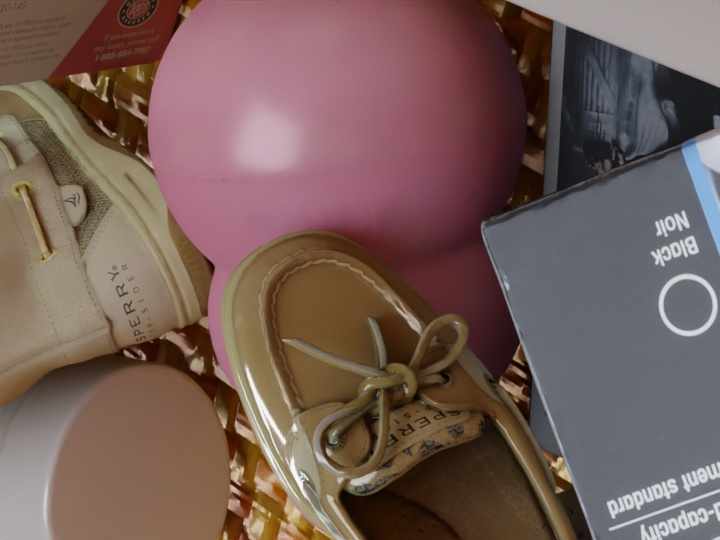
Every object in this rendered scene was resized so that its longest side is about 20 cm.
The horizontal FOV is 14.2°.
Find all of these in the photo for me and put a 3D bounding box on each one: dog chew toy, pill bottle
[{"bbox_3d":[0.000,0.000,0.958,0.124,0.124,0.201,5,111,42],"label":"dog chew toy"},{"bbox_3d":[-0.153,0.072,1.116,0.200,0.113,0.114,6,104,42],"label":"pill bottle"}]

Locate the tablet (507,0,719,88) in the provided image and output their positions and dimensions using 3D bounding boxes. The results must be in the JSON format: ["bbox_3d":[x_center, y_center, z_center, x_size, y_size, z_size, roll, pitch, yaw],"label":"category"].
[{"bbox_3d":[0.116,-0.117,0.841,0.200,0.014,0.130,27,84,39],"label":"tablet"}]

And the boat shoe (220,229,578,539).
[{"bbox_3d":[0.029,0.071,0.860,0.200,0.073,0.063,55,167,6],"label":"boat shoe"}]

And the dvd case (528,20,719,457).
[{"bbox_3d":[0.121,-0.024,0.902,0.150,0.025,0.201,15,108,40],"label":"dvd case"}]

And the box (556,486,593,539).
[{"bbox_3d":[0.073,0.182,0.916,0.095,0.078,0.200,97,151,-62],"label":"box"}]

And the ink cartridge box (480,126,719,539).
[{"bbox_3d":[0.156,0.043,0.827,0.198,0.043,0.201,-23,87,23],"label":"ink cartridge box"}]

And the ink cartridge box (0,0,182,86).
[{"bbox_3d":[-0.102,-0.168,1.010,0.067,0.116,0.200,39,122,30],"label":"ink cartridge box"}]

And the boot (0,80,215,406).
[{"bbox_3d":[-0.154,0.003,1.047,0.200,0.154,0.072,33,149,58],"label":"boot"}]
